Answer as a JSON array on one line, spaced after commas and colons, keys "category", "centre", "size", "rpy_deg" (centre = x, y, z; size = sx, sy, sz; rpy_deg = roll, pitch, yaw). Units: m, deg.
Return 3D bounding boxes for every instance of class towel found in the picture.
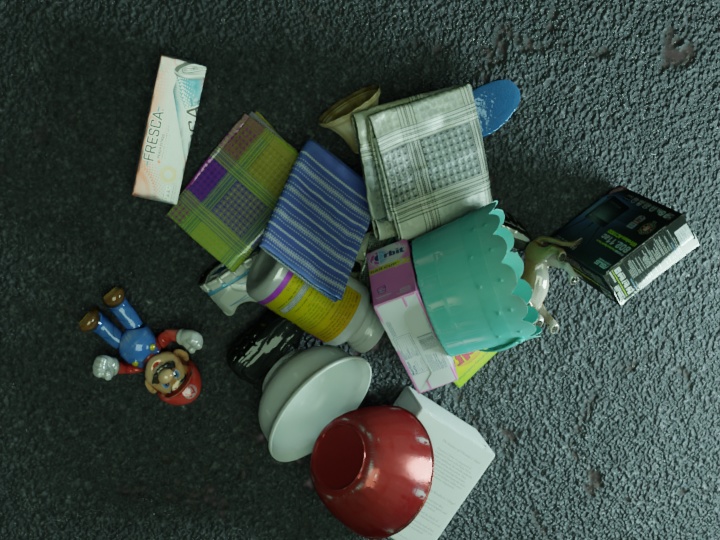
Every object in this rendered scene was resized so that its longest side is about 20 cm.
[{"category": "towel", "centre": [-0.051, -0.073, 1.462], "size": [0.144, 0.024, 0.202], "rpy_deg": [36, 54, -22]}, {"category": "towel", "centre": [0.092, -0.153, 1.496], "size": [0.198, 0.034, 0.195], "rpy_deg": [-18, 109, -19]}, {"category": "towel", "centre": [-0.168, -0.115, 1.514], "size": [0.143, 0.023, 0.201], "rpy_deg": [40, 90, 9]}]

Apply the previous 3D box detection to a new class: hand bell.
[{"category": "hand bell", "centre": [0.030, -0.157, 1.537], "size": [0.103, 0.104, 0.201], "rpy_deg": [-32, 109, -3]}]

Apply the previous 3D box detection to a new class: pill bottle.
[{"category": "pill bottle", "centre": [-0.058, 0.039, 1.496], "size": [0.199, 0.104, 0.105], "rpy_deg": [34, 94, -24]}]

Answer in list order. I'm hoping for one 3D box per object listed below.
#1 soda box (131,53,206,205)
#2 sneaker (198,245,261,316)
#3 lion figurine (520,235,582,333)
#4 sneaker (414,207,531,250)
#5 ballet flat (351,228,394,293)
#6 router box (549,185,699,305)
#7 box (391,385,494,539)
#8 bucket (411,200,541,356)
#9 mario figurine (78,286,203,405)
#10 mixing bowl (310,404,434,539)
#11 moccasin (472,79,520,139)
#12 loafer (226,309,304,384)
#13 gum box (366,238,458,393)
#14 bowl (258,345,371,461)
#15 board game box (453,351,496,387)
[{"category": "soda box", "centre": [-0.271, -0.198, 1.480], "size": [0.068, 0.064, 0.203], "rpy_deg": [11, 101, -14]}, {"category": "sneaker", "centre": [-0.136, -0.001, 1.559], "size": [0.198, 0.075, 0.087], "rpy_deg": [-29, 114, 4]}, {"category": "lion figurine", "centre": [0.265, 0.016, 1.605], "size": [0.072, 0.123, 0.202], "rpy_deg": [11, 112, -33]}, {"category": "sneaker", "centre": [0.166, -0.063, 1.612], "size": [0.198, 0.074, 0.081], "rpy_deg": [17, 110, -10]}, {"category": "ballet flat", "centre": [0.000, 0.000, 1.587], "size": [0.071, 0.072, 0.203], "rpy_deg": [18, 97, -16]}, {"category": "router box", "centre": [0.392, -0.043, 1.588], "size": [0.149, 0.200, 0.062], "rpy_deg": [-38, 112, -2]}, {"category": "box", "centre": [0.087, 0.315, 1.656], "size": [0.151, 0.106, 0.201], "rpy_deg": [33, 95, -17]}, {"category": "bucket", "centre": [0.164, 0.018, 1.487], "size": [0.133, 0.208, 0.209], "rpy_deg": [-18, 107, 13]}, {"category": "mario figurine", "centre": [-0.310, 0.118, 1.521], "size": [0.200, 0.106, 0.123], "rpy_deg": [44, 126, -10]}, {"category": "mixing bowl", "centre": [-0.001, 0.285, 1.547], "size": [0.108, 0.200, 0.201], "rpy_deg": [30, 97, -48]}, {"category": "moccasin", "centre": [0.146, -0.218, 1.567], "size": [0.199, 0.068, 0.081], "rpy_deg": [-36, 100, -4]}, {"category": "loafer", "centre": [-0.115, 0.088, 1.585], "size": [0.201, 0.068, 0.070], "rpy_deg": [-45, 128, -3]}, {"category": "gum box", "centre": [0.076, 0.071, 1.510], "size": [0.065, 0.114, 0.201], "rpy_deg": [-19, 129, 9]}, {"category": "bowl", "centre": [-0.084, 0.182, 1.576], "size": [0.200, 0.090, 0.202], "rpy_deg": [-34, 149, -24]}, {"category": "board game box", "centre": [0.123, 0.075, 1.639], "size": [0.101, 0.048, 0.200], "rpy_deg": [-43, 108, 0]}]
